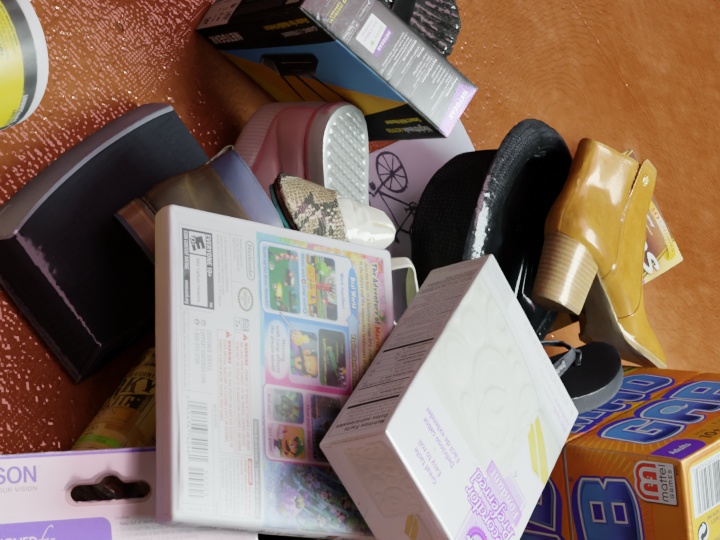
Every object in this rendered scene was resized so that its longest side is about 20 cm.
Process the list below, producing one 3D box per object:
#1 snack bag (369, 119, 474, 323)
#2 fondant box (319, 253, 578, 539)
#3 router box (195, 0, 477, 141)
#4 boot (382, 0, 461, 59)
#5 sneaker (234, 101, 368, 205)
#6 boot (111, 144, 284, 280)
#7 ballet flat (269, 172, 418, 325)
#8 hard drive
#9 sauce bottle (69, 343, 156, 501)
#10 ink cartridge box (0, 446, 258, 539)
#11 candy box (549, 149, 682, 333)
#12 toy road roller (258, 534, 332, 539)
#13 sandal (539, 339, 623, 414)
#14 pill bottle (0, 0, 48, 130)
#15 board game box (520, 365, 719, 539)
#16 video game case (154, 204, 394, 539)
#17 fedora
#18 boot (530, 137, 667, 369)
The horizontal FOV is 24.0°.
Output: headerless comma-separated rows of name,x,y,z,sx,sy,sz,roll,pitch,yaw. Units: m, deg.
snack bag,0.061,-0.019,1.409,0.199,0.021,0.190,-25,89,-46
fondant box,0.065,0.106,1.132,0.145,0.058,0.200,59,39,-21
router box,-0.022,-0.159,1.267,0.149,0.200,0.051,39,76,-23
boot,0.016,-0.276,1.433,0.157,0.079,0.213,21,70,-27
sneaker,-0.051,-0.033,1.288,0.075,0.104,0.202,-17,113,-51
boot,-0.069,0.011,1.138,0.097,0.075,0.200,-39,88,-12
ballet flat,0.000,0.000,1.216,0.068,0.075,0.201,-99,169,-52
hard drive,-0.166,-0.029,1.190,0.135,0.042,0.200,54,46,-10
sauce bottle,-0.137,0.092,1.152,0.065,0.065,0.200,48,43,-16
ink cartridge box,-0.155,0.211,1.047,0.196,0.043,0.202,0,81,-24
candy box,0.204,-0.029,1.503,0.200,0.056,0.117,-24,89,-54
toy road roller,-0.012,0.192,1.179,0.146,0.123,0.201,36,56,-26
sandal,0.121,0.086,1.277,0.199,0.076,0.043,-16,112,-31
pill bottle,-0.303,-0.118,1.053,0.199,0.114,0.115,-30,93,-45
board game box,0.222,0.200,1.295,0.199,0.199,0.202,-18,105,-46
video game case,-0.051,0.070,1.090,0.181,0.024,0.202,11,67,-37
fedora,0.098,-0.024,1.346,0.200,0.091,0.202,-22,117,-53
boot,0.215,-0.011,1.369,0.201,0.070,0.145,34,74,-47
